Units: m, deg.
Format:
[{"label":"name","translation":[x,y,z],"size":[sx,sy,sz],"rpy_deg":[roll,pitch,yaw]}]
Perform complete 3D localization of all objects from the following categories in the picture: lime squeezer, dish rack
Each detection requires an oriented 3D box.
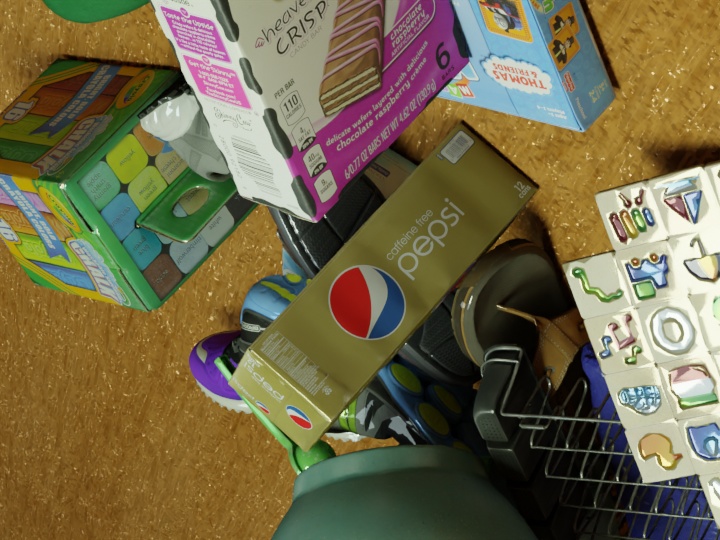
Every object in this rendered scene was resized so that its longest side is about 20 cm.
[{"label":"lime squeezer","translation":[-0.014,0.120,1.429],"size":[0.200,0.038,0.071],"rpy_deg":[20,132,22]},{"label":"dish rack","translation":[0.170,0.117,1.290],"size":[0.200,0.055,0.153],"rpy_deg":[3,139,32]}]

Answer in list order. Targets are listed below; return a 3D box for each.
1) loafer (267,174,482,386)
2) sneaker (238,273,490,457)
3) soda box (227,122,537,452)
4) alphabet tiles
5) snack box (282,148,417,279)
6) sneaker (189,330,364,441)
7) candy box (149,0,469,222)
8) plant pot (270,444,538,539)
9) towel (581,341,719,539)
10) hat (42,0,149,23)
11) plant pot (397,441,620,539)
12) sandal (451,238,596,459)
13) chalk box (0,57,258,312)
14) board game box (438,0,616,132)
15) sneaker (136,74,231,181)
[{"label":"loafer","translation":[0.000,0.000,1.370],"size":[0.200,0.072,0.063],"rpy_deg":[46,157,-21]},{"label":"sneaker","translation":[0.002,0.079,1.467],"size":[0.200,0.071,0.083],"rpy_deg":[33,124,17]},{"label":"soda box","translation":[0.013,0.009,1.290],"size":[0.064,0.200,0.068],"rpy_deg":[42,155,4]},{"label":"alphabet tiles","translation":[0.200,0.040,1.168],"size":[0.166,0.006,0.200],"rpy_deg":[-15,101,35]},{"label":"snack box","translation":[0.003,-0.017,1.459],"size":[0.116,0.037,0.200],"rpy_deg":[33,154,17]},{"label":"sneaker","translation":[-0.060,0.056,1.652],"size":[0.200,0.070,0.100],"rpy_deg":[11,134,43]},{"label":"candy box","translation":[-0.031,-0.143,1.101],"size":[0.061,0.136,0.200],"rpy_deg":[19,146,40]},{"label":"plant pot","translation":[0.024,0.183,1.325],"size":[0.200,0.134,0.200],"rpy_deg":[-5,159,-2]},{"label":"towel","translation":[0.219,0.121,1.354],"size":[0.148,0.050,0.200],"rpy_deg":[16,144,33]},{"label":"hat","translation":[-0.166,-0.155,1.272],"size":[0.166,0.176,0.200],"rpy_deg":[30,170,-24]},{"label":"plant pot","translation":[0.099,0.204,1.512],"size":[0.200,0.200,0.196],"rpy_deg":[26,142,33]},{"label":"sandal","translation":[0.115,0.056,1.356],"size":[0.055,0.082,0.200],"rpy_deg":[23,149,40]},{"label":"chalk box","translation":[-0.167,-0.060,1.548],"size":[0.200,0.125,0.124],"rpy_deg":[9,139,49]},{"label":"board game box","translation":[0.039,-0.170,1.159],"size":[0.151,0.037,0.200],"rpy_deg":[18,145,43]},{"label":"sneaker","translation":[-0.074,-0.103,1.400],"size":[0.079,0.074,0.200],"rpy_deg":[50,161,-8]}]
